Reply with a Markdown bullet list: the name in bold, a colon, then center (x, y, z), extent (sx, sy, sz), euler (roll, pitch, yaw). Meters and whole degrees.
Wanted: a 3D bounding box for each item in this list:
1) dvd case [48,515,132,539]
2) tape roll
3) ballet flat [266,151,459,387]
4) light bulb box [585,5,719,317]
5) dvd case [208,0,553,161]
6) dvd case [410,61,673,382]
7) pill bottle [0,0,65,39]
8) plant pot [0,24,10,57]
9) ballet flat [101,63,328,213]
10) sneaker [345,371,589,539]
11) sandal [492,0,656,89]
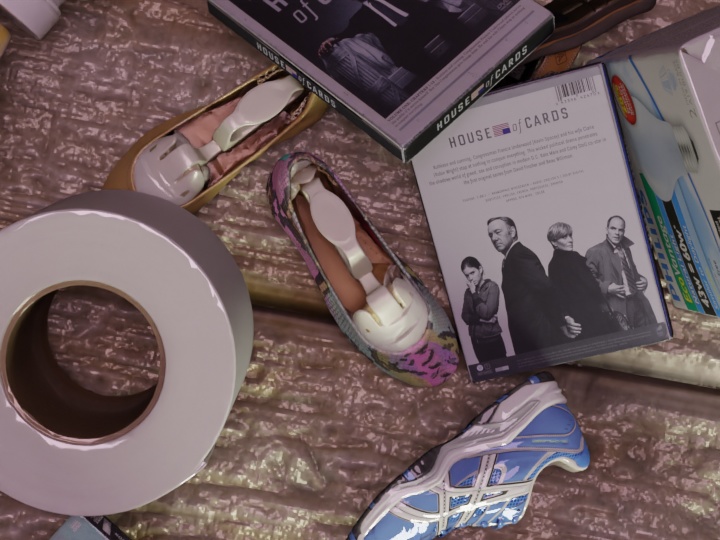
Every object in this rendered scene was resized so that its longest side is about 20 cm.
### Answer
- **dvd case**: center (-0.157, 0.270, 1.193), extent (0.200, 0.022, 0.146), euler (42, 115, -3)
- **tape roll**: center (-0.176, 0.051, 1.169), extent (0.201, 0.139, 0.204), euler (0, 98, 1)
- **ballet flat**: center (0.000, 0.000, 1.232), extent (0.069, 0.071, 0.200), euler (-35, 88, -5)
- **light bulb box**: center (0.265, -0.078, 1.167), extent (0.124, 0.200, 0.199), euler (-22, 97, -8)
- **dvd case**: center (0.012, -0.180, 1.210), extent (0.150, 0.025, 0.200), euler (-42, 64, -17)
- **dvd case**: center (0.124, -0.032, 1.220), extent (0.150, 0.025, 0.201), euler (-13, 99, 16)
- **pill bottle**: center (-0.198, -0.267, 1.224), extent (0.113, 0.113, 0.200), euler (37, 86, 1)
- **plant pot**: center (-0.352, -0.155, 1.178), extent (0.188, 0.201, 0.201), euler (32, 85, -15)
- **ballet flat**: center (-0.109, -0.093, 1.239), extent (0.200, 0.063, 0.069), euler (-37, 87, -4)
- **sneaker**: center (0.074, 0.156, 1.220), extent (0.200, 0.076, 0.077), euler (-36, 83, -3)
- **sandal**: center (0.127, -0.159, 1.257), extent (0.199, 0.082, 0.055), euler (-24, 116, -12)
